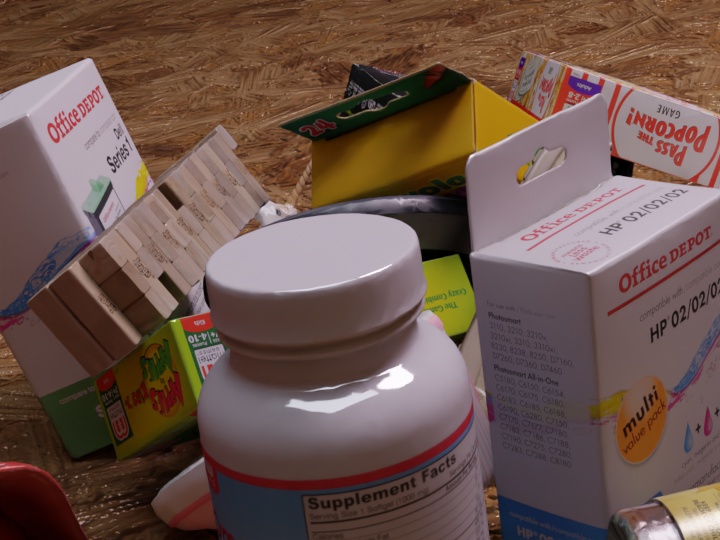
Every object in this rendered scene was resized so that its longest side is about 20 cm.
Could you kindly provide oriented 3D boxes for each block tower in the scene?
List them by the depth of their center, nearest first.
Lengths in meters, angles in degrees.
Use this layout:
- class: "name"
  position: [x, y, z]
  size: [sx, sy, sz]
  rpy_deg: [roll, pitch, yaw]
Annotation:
- class: "block tower"
  position: [-0.111, -0.016, 0.807]
  size: [0.054, 0.058, 0.200]
  rpy_deg: [-34, 13, 26]

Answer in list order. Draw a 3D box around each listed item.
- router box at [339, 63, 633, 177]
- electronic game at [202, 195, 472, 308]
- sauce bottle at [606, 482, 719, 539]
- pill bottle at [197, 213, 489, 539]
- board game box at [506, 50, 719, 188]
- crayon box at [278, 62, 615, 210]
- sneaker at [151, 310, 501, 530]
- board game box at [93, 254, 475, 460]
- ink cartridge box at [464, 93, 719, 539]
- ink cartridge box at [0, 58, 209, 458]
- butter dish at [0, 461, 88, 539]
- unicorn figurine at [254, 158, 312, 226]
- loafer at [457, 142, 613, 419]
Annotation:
- class: "router box"
  position: [0.092, -0.098, 1.108]
  size: [0.197, 0.063, 0.150]
  rpy_deg: [12, 15, -16]
- class: "electronic game"
  position: [0.000, 0.000, 0.888]
  size: [0.197, 0.042, 0.200]
  rpy_deg: [-9, -20, -3]
- class: "sauce bottle"
  position: [0.206, 0.112, 0.609]
  size: [0.197, 0.066, 0.065]
  rpy_deg: [-10, 20, -8]
- class: "pill bottle"
  position: [-0.005, 0.086, 0.562]
  size: [0.107, 0.203, 0.109]
  rpy_deg: [-8, 19, 3]
- class: "board game box"
  position: [0.188, -0.104, 0.987]
  size: [0.149, 0.047, 0.200]
  rpy_deg: [18, 10, -4]
- class: "crayon box"
  position: [0.058, -0.054, 0.881]
  size: [0.126, 0.052, 0.199]
  rpy_deg: [-17, -26, 37]
- class: "sneaker"
  position: [-0.015, 0.109, 0.711]
  size: [0.199, 0.105, 0.075]
  rpy_deg: [-33, 3, 30]
- class: "board game box"
  position: [-0.037, 0.047, 0.796]
  size: [0.198, 0.048, 0.101]
  rpy_deg: [-13, -14, -38]
- class: "ink cartridge box"
  position: [0.115, 0.032, 0.657]
  size: [0.067, 0.203, 0.114]
  rpy_deg: [11, 28, 42]
- class: "ink cartridge box"
  position: [-0.173, -0.013, 0.881]
  size: [0.083, 0.202, 0.145]
  rpy_deg: [-21, 17, 12]
- class: "butter dish"
  position: [-0.191, 0.170, 0.524]
  size: [0.197, 0.150, 0.200]
  rpy_deg: [-11, -24, -8]
- class: "unicorn figurine"
  position: [-0.120, -0.006, 1.066]
  size: [0.135, 0.075, 0.201]
  rpy_deg: [5, 37, 11]
- class: "loafer"
  position: [0.101, 0.015, 0.779]
  size: [0.067, 0.203, 0.076]
  rpy_deg: [21, -2, 8]
